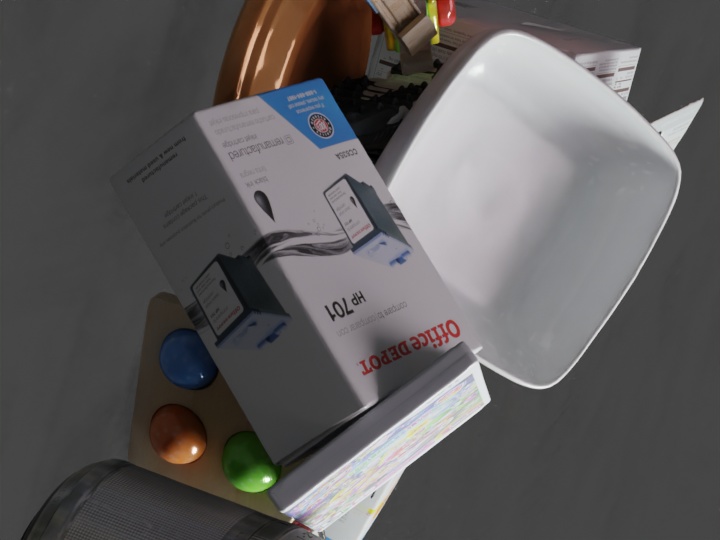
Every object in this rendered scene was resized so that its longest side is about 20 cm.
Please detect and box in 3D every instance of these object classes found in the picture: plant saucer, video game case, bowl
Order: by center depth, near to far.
[{"bbox_3d":[0.015,0.105,1.420,0.143,0.018,0.200,-37,169,-2],"label":"video game case"},{"bbox_3d":[0.094,-0.046,1.558,0.199,0.075,0.200,35,85,-28],"label":"bowl"},{"bbox_3d":[-0.041,-0.127,1.565,0.200,0.037,0.201,18,90,-72],"label":"plant saucer"}]

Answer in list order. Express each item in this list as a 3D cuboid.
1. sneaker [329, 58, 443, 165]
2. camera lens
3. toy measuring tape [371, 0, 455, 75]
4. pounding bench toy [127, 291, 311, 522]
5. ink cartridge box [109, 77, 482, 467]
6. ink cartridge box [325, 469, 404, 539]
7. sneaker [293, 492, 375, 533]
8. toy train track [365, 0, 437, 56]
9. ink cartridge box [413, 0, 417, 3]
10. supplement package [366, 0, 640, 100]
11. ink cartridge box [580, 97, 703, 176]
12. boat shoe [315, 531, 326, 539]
[{"bbox_3d":[0.024,-0.091,1.615,0.200,0.066,0.091,-31,128,-67],"label":"sneaker"},{"bbox_3d":[-0.109,0.215,1.426,0.160,0.199,0.161,19,90,-72],"label":"camera lens"},{"bbox_3d":[0.036,-0.169,1.631,0.200,0.073,0.074,-96,-170,-56],"label":"toy measuring tape"},{"bbox_3d":[-0.071,0.105,1.555,0.156,0.124,0.201,-39,144,-59],"label":"pounding bench toy"},{"bbox_3d":[-0.037,-0.002,1.403,0.086,0.200,0.146,-36,173,33],"label":"ink cartridge box"},{"bbox_3d":[0.008,0.132,1.820,0.115,0.068,0.200,-56,174,-41],"label":"ink cartridge box"},{"bbox_3d":[0.006,0.122,1.686,0.200,0.081,0.075,-44,153,-1],"label":"sneaker"},{"bbox_3d":[-0.005,-0.207,1.455,0.115,0.033,0.200,-42,128,-5],"label":"toy train track"},{"bbox_3d":[0.024,-0.289,1.513,0.116,0.067,0.201,-71,168,-54],"label":"ink cartridge box"},{"bbox_3d":[0.107,-0.138,1.797,0.200,0.155,0.111,-17,124,-69],"label":"supplement package"},{"bbox_3d":[0.153,-0.051,1.734,0.162,0.050,0.200,-26,153,-49],"label":"ink cartridge box"},{"bbox_3d":[-0.057,0.248,1.820,0.060,0.074,0.200,-52,156,-46],"label":"boat shoe"}]
